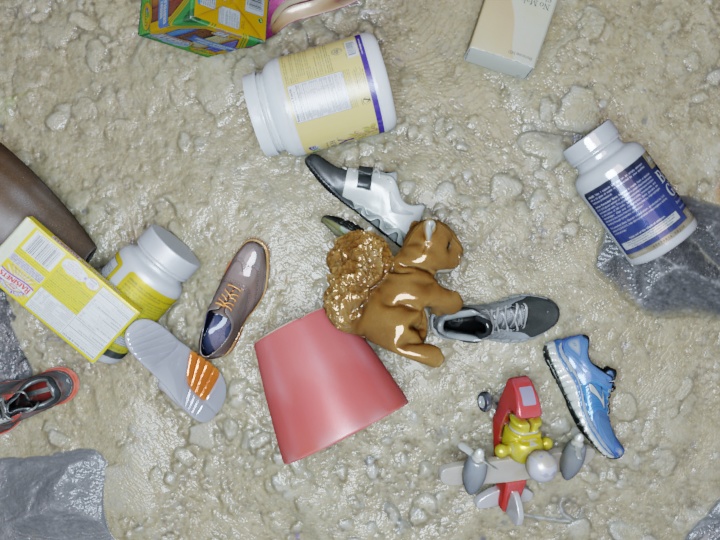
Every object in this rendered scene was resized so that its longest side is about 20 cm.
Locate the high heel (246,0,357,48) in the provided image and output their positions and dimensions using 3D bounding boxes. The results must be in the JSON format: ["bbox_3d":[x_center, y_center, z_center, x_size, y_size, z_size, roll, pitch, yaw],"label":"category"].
[{"bbox_3d":[-0.091,-0.391,1.033,0.200,0.067,0.096,-45,79,-1],"label":"high heel"}]

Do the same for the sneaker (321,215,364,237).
[{"bbox_3d":[0.000,0.000,1.044,0.089,0.077,0.200,-44,87,11],"label":"sneaker"}]

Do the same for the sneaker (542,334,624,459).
[{"bbox_3d":[0.356,0.189,1.029,0.089,0.079,0.200,-25,90,5],"label":"sneaker"}]

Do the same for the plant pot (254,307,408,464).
[{"bbox_3d":[-0.056,0.158,0.999,0.200,0.200,0.178,-26,80,3],"label":"plant pot"}]

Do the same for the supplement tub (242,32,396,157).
[{"bbox_3d":[-0.058,-0.252,0.999,0.200,0.145,0.146,-15,91,3],"label":"supplement tub"}]

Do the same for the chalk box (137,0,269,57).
[{"bbox_3d":[-0.240,-0.393,0.994,0.200,0.124,0.125,7,92,45],"label":"chalk box"}]

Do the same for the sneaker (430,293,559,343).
[{"bbox_3d":[0.205,0.080,1.012,0.200,0.115,0.075,-7,91,3],"label":"sneaker"}]

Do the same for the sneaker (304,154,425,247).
[{"bbox_3d":[0.010,-0.128,1.039,0.200,0.074,0.089,36,93,-9],"label":"sneaker"}]

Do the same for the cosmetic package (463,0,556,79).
[{"bbox_3d":[0.236,-0.401,1.012,0.105,0.071,0.200,17,92,1],"label":"cosmetic package"}]

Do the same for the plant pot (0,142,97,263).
[{"bbox_3d":[-0.508,-0.056,1.019,0.200,0.187,0.187,37,93,-12],"label":"plant pot"}]

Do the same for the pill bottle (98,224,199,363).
[{"bbox_3d":[-0.346,0.034,1.035,0.114,0.114,0.200,44,93,1],"label":"pill bottle"}]

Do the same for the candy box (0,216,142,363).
[{"bbox_3d":[-0.417,0.028,0.956,0.200,0.026,0.102,43,95,-11],"label":"candy box"}]

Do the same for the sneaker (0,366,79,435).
[{"bbox_3d":[-0.546,0.207,1.063,0.200,0.082,0.077,-27,90,3],"label":"sneaker"}]

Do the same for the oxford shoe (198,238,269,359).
[{"bbox_3d":[-0.193,0.046,1.048,0.071,0.073,0.200,20,92,2],"label":"oxford shoe"}]

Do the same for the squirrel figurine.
[{"bbox_3d":[0.048,0.008,0.942,0.200,0.142,0.187,20,92,-4],"label":"squirrel figurine"}]

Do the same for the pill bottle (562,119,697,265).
[{"bbox_3d":[0.389,-0.118,1.001,0.111,0.111,0.200,-36,90,3],"label":"pill bottle"}]

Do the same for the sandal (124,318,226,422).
[{"bbox_3d":[-0.287,0.147,1.049,0.079,0.059,0.207,-51,121,-26],"label":"sandal"}]

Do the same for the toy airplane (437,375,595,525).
[{"bbox_3d":[0.235,0.283,1.003,0.200,0.141,0.199,-47,108,-10],"label":"toy airplane"}]
